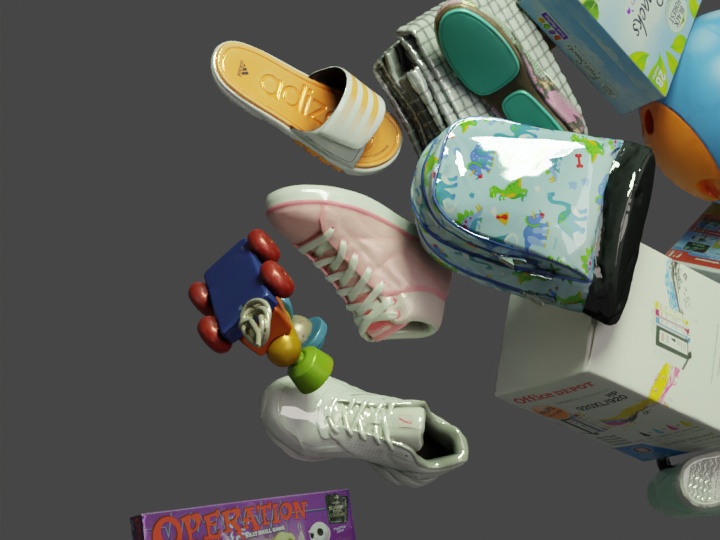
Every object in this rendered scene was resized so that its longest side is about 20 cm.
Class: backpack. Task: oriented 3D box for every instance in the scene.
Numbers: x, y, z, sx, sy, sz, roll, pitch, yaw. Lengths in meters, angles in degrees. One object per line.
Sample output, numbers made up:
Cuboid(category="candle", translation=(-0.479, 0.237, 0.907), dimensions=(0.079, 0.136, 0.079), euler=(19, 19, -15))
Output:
Cuboid(category="backpack", translation=(0.141, -0.057, 1.315), dimensions=(0.154, 0.198, 0.165), euler=(43, 62, -65))

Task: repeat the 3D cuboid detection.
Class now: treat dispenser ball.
Cuboid(category="treat dispenser ball", translation=(0.389, -0.169, 1.565), dimensions=(0.199, 0.200, 0.204), euler=(10, 72, -31))

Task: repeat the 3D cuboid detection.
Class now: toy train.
Cuboid(category="toy train", translation=(-0.066, 0.058, 1.220), dimensions=(0.084, 0.200, 0.116), euler=(-41, 115, 6))

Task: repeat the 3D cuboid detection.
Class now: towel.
Cuboid(category="towel", translation=(0.113, -0.162, 1.449), dimensions=(0.165, 0.085, 0.201), euler=(-38, 100, -38))

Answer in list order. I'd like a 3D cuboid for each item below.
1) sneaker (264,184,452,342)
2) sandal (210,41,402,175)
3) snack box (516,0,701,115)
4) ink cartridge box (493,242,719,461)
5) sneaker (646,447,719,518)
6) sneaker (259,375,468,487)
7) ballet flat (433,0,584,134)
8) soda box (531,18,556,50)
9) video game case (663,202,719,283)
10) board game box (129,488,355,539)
Cuboid(category="sneaker", translation=(0.000, 0.000, 1.337), dimensions=(0.199, 0.075, 0.106), euler=(23, 60, -31))
Cuboid(category="sandal", translation=(-0.039, -0.151, 1.363), dimensions=(0.205, 0.059, 0.080), euler=(23, 64, -27))
Cuboid(category="snack box", translation=(0.259, -0.287, 1.508), dimensions=(0.169, 0.067, 0.201), euler=(43, 55, -22))
Cuboid(category="ink cartridge box", translation=(0.253, 0.076, 1.441), dimensions=(0.198, 0.147, 0.146), euler=(24, 65, -26))
Cuboid(category="sneaker", translation=(0.381, 0.201, 1.501), dimensions=(0.198, 0.118, 0.075), euler=(-6, 78, -15))
Cuboid(category="sneaker", translation=(0.010, 0.129, 1.294), dimensions=(0.198, 0.099, 0.079), euler=(17, 68, -29))
Cuboid(category="ballet flat", translation=(0.138, -0.180, 1.385), dimensions=(0.200, 0.069, 0.072), euler=(45, 37, -22))
Cuboid(category="soda box", translation=(0.207, -0.278, 1.559), dimensions=(0.200, 0.063, 0.069), euler=(-38, 99, -35))
Cuboid(category="video game case", translation=(0.428, -0.047, 1.600), dimensions=(0.200, 0.142, 0.018), euler=(-42, 129, -34))
Cuboid(category="board game box", translation=(-0.089, 0.250, 1.241), dimensions=(0.198, 0.032, 0.122), euler=(-2, 74, -34))
